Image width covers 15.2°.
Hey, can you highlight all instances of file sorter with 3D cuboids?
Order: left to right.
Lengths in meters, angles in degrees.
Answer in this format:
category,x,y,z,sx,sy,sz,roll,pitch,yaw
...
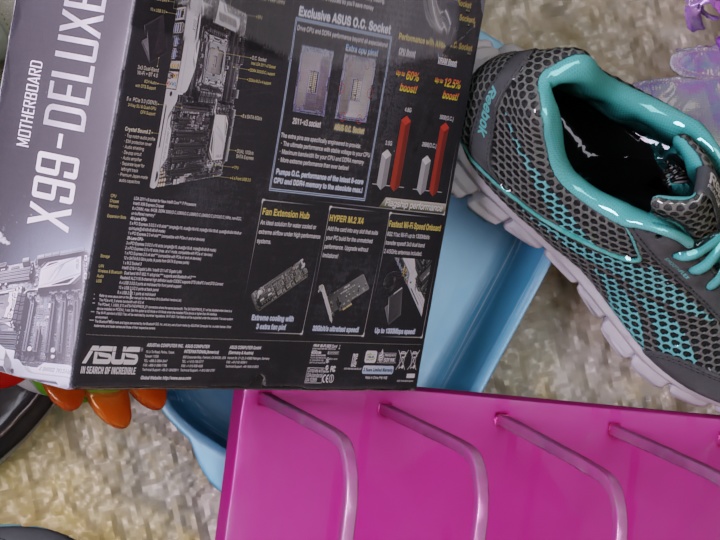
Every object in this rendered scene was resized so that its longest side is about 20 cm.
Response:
category,x,y,z,sx,sy,sz,roll,pitch,yaw
file sorter,0.059,0.121,0.942,0.199,0.125,0.140,6,95,-19

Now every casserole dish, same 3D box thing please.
category,x,y,z,sx,sy,sz,roll,pitch,yaw
casserole dish,0.000,0.000,1.014,0.121,0.039,0.201,30,80,-7

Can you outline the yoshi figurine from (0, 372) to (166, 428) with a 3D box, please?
category,x,y,z,sx,sy,sz,roll,pitch,yaw
yoshi figurine,-0.131,-0.014,0.903,0.200,0.112,0.113,17,86,-54

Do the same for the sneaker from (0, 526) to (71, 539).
category,x,y,z,sx,sy,sz,roll,pitch,yaw
sneaker,-0.181,0.143,0.928,0.199,0.091,0.078,-20,89,-13

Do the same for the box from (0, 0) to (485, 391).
category,x,y,z,sx,sy,sz,roll,pitch,yaw
box,-0.039,-0.041,0.887,0.050,0.200,0.158,12,95,33

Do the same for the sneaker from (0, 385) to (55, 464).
category,x,y,z,sx,sy,sz,roll,pitch,yaw
sneaker,-0.184,0.061,0.935,0.199,0.106,0.075,-28,90,-14

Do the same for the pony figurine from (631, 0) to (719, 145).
category,x,y,z,sx,sy,sz,roll,pitch,yaw
pony figurine,0.179,-0.117,1.002,0.192,0.200,0.167,-6,92,4

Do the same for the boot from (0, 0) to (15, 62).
category,x,y,z,sx,sy,sz,roll,pitch,yaw
boot,-0.140,-0.181,0.989,0.154,0.072,0.201,-25,94,-12

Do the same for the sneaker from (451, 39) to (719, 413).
category,x,y,z,sx,sy,sz,roll,pitch,yaw
sneaker,0.113,-0.013,0.975,0.200,0.091,0.078,35,75,-13
